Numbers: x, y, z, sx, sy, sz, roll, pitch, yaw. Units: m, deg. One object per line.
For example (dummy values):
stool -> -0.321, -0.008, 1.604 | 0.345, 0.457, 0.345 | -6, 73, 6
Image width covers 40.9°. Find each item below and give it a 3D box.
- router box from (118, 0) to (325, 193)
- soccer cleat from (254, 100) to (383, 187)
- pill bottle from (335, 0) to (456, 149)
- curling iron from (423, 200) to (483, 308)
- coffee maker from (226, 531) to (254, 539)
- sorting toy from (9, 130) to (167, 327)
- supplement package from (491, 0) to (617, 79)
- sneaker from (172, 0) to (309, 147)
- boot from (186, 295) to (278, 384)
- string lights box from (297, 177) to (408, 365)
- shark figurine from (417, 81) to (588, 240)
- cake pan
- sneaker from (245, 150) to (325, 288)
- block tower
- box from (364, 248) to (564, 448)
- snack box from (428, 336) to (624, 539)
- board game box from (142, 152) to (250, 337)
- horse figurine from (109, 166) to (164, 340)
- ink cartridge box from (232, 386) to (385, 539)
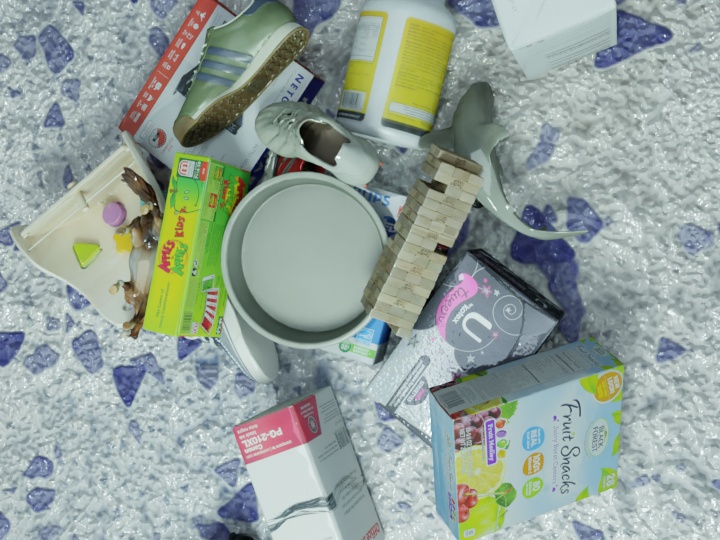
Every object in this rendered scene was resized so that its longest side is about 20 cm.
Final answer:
router box -> -0.172, -0.205, 1.192 | 0.179, 0.049, 0.201 | 37, 100, 11
soccer cleat -> -0.058, -0.152, 1.069 | 0.200, 0.077, 0.070 | 31, 90, 39
pill bottle -> 0.046, -0.246, 1.101 | 0.111, 0.112, 0.201 | 15, 96, 14
curling iron -> 0.105, -0.033, 1.137 | 0.049, 0.026, 0.201 | 28, 99, 15
coffee maker -> -0.187, 0.446, 1.192 | 0.199, 0.135, 0.193 | -27, 108, 15
sorting toy -> -0.295, -0.034, 1.191 | 0.200, 0.107, 0.181 | -36, 77, 13
supplement package -> 0.200, -0.285, 1.014 | 0.109, 0.200, 0.114 | -19, 88, 15
sneaker -> -0.157, -0.241, 1.132 | 0.200, 0.067, 0.090 | -41, 75, 12
boot -> -0.180, 0.066, 1.200 | 0.090, 0.073, 0.201 | -34, 76, 20
string lights box -> 0.000, 0.000, 1.149 | 0.102, 0.059, 0.201 | 16, 96, 14
shark figurine -> 0.153, -0.116, 1.063 | 0.089, 0.128, 0.215 | -39, 74, 54
cake pan -> -0.060, -0.012, 1.104 | 0.199, 0.037, 0.202 | 1, 97, 11
sneaker -> -0.078, -0.066, 1.147 | 0.085, 0.077, 0.201 | 12, 96, 36
block tower -> 0.063, -0.031, 1.034 | 0.058, 0.054, 0.201 | 19, 102, -18
box -> 0.118, 0.091, 1.093 | 0.132, 0.115, 0.200 | 38, 100, 10
snack box -> 0.177, 0.179, 1.026 | 0.199, 0.068, 0.170 | -16, 121, -17
board game box -> -0.187, -0.026, 1.114 | 0.047, 0.102, 0.201 | 11, 90, 20
horse figurine -> -0.250, -0.013, 1.103 | 0.050, 0.133, 0.201 | 7, 91, 2
ink cartridge box -> -0.056, 0.251, 1.128 | 0.084, 0.145, 0.201 | -21, 86, 16
